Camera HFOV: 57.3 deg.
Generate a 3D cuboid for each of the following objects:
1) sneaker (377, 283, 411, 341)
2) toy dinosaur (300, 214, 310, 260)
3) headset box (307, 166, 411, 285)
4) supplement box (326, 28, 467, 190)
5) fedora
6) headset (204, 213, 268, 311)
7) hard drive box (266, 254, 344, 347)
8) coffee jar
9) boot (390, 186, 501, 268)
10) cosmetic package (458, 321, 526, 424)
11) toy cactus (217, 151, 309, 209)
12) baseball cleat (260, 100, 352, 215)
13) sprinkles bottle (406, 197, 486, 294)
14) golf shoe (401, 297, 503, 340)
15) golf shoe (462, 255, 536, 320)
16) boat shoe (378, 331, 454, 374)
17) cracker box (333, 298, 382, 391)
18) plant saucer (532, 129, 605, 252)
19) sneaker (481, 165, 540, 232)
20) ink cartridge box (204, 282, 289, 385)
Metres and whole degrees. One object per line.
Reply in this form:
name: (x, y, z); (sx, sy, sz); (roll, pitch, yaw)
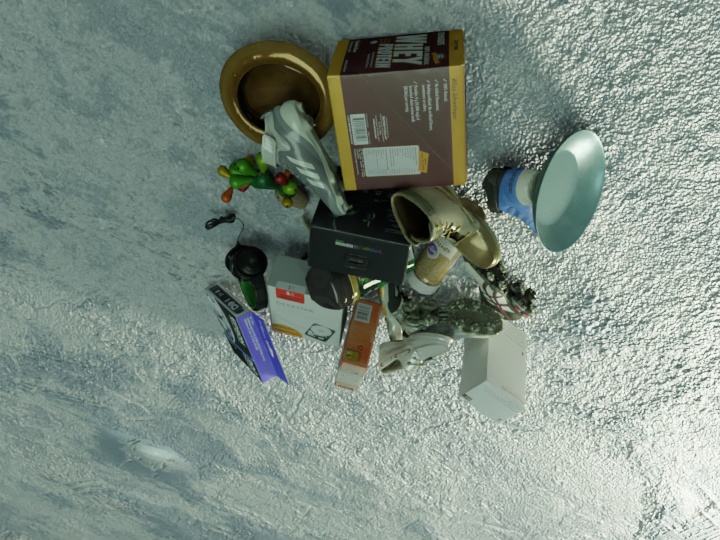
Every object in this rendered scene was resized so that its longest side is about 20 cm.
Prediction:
sneaker: (0.086, 0.073, 1.359); (0.087, 0.076, 0.201); (-15, 130, 4)
toy dinosaur: (-0.071, -0.024, 1.321); (0.088, 0.048, 0.200); (-36, 113, 27)
headset box: (0.010, -0.078, 1.151); (0.172, 0.201, 0.094); (11, 131, 2)
supplement box: (0.066, -0.249, 1.033); (0.197, 0.134, 0.199); (-2, 129, 9)
fedora: (-0.127, -0.294, 1.077); (0.198, 0.082, 0.202); (6, 131, 7)
headset: (-0.242, -0.013, 1.315); (0.093, 0.123, 0.203); (-18, 102, -23)
hard drive box: (-0.104, 0.064, 1.339); (0.154, 0.078, 0.201); (13, 149, 4)
coffee jar: (0.000, 0.000, 1.211); (0.104, 0.199, 0.086); (4, 115, 53)
boot: (0.141, -0.066, 1.087); (0.072, 0.154, 0.201); (-40, 88, 33)
cosmetic package: (0.267, 0.188, 1.318); (0.112, 0.201, 0.081); (35, 129, -18)
toy cactus: (-0.159, -0.147, 1.185); (0.198, 0.104, 0.164); (7, 166, 43)
baseball cleat: (-0.094, -0.170, 1.065); (0.105, 0.070, 0.202); (-20, 108, 16)
sprinkles bottle: (0.158, -0.043, 1.236); (0.068, 0.069, 0.201); (24, 130, -8)
golf shoe: (0.181, 0.106, 1.305); (0.197, 0.079, 0.098); (7, 147, 10)
golf shoe: (0.254, 0.035, 1.278); (0.200, 0.078, 0.088); (41, 133, -21)
boat shoe: (0.107, 0.172, 1.307); (0.070, 0.070, 0.199); (28, 149, -27)
cracker box: (-0.007, 0.157, 1.352); (0.057, 0.135, 0.200); (14, 156, 0)
plant saucer: (0.330, -0.131, 1.074); (0.038, 0.200, 0.203); (25, 144, 42)
sneaker: (0.283, -0.118, 1.148); (0.110, 0.078, 0.199); (18, 171, 42)
ink cartridge box: (-0.245, 0.145, 1.425); (0.199, 0.043, 0.200); (31, 146, 43)
